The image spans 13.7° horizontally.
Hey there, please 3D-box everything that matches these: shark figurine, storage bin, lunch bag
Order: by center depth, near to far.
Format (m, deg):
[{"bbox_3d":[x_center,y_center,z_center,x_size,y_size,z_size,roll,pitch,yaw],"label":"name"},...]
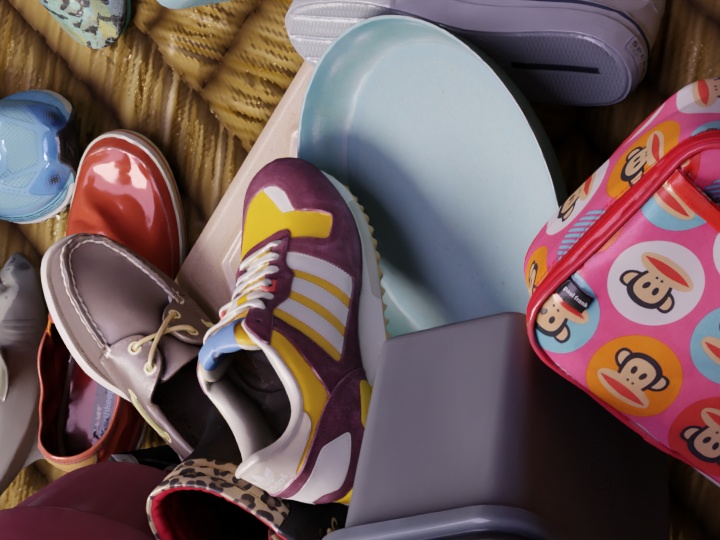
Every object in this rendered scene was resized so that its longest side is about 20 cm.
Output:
[{"bbox_3d":[0.192,0.009,1.362,0.200,0.082,0.176,35,116,-17],"label":"lunch bag"},{"bbox_3d":[0.067,0.119,1.419,0.145,0.200,0.135,-13,53,29],"label":"storage bin"},{"bbox_3d":[-0.205,0.111,1.739,0.215,0.089,0.128,-68,24,11],"label":"shark figurine"}]

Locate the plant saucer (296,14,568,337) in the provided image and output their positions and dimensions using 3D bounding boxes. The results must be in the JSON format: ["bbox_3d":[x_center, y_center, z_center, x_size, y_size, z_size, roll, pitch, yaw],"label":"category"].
[{"bbox_3d":[0.041,-0.032,1.491,0.200,0.027,0.201,27,126,43],"label":"plant saucer"}]

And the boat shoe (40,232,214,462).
[{"bbox_3d":[-0.097,0.056,1.619,0.200,0.072,0.060,53,159,2],"label":"boat shoe"}]

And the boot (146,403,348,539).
[{"bbox_3d":[-0.009,0.135,1.512,0.200,0.151,0.073,40,119,1],"label":"boot"}]

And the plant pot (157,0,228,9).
[{"bbox_3d":[-0.043,-0.240,1.478,0.197,0.196,0.200,56,133,18],"label":"plant pot"}]

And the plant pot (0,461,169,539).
[{"bbox_3d":[-0.144,0.194,1.557,0.200,0.179,0.200,4,112,10],"label":"plant pot"}]

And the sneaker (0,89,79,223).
[{"bbox_3d":[-0.246,-0.063,1.740,0.200,0.090,0.079,-2,93,37],"label":"sneaker"}]

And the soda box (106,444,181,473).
[{"bbox_3d":[-0.142,0.197,1.702,0.071,0.063,0.200,42,117,27],"label":"soda box"}]

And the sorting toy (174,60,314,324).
[{"bbox_3d":[0.000,0.000,1.597,0.185,0.036,0.200,46,124,25],"label":"sorting toy"}]

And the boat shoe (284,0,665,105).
[{"bbox_3d":[0.061,-0.123,1.514,0.200,0.067,0.074,11,136,26],"label":"boat shoe"}]

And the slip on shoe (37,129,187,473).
[{"bbox_3d":[-0.144,0.020,1.675,0.074,0.061,0.201,9,90,20],"label":"slip on shoe"}]

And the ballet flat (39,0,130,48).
[{"bbox_3d":[-0.190,-0.219,1.697,0.074,0.074,0.200,-26,79,36],"label":"ballet flat"}]

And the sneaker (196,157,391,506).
[{"bbox_3d":[-0.040,0.022,1.479,0.075,0.090,0.200,-46,47,37],"label":"sneaker"}]
